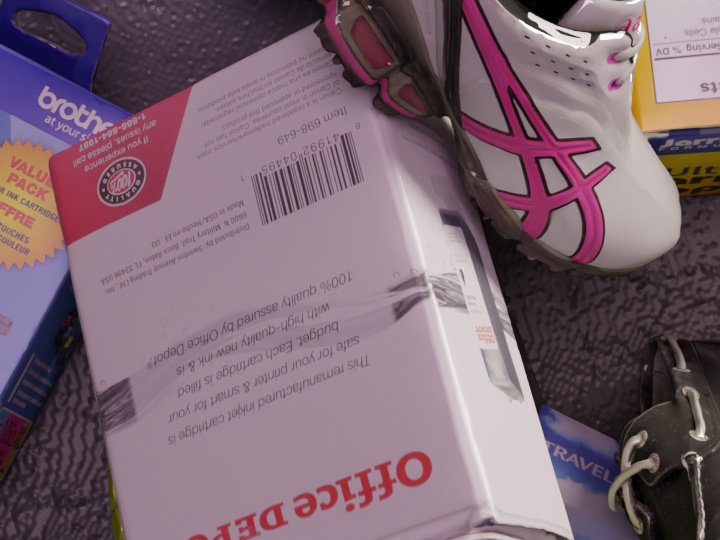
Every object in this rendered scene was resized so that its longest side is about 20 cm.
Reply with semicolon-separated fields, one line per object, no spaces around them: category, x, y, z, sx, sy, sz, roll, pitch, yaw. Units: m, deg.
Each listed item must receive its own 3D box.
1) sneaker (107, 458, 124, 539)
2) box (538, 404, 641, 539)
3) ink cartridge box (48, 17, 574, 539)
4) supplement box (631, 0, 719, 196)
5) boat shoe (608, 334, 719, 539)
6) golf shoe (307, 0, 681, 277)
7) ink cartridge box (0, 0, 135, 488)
sneaker;-0.058;0.107;0.758;0.083;0.074;0.201;-2;74;-28
box;0.096;0.141;0.705;0.122;0.200;0.048;27;118;4
ink cartridge box;-0.021;0.029;0.668;0.145;0.085;0.201;-23;67;22
supplement box;0.155;-0.142;0.772;0.108;0.110;0.201;-5;78;3
boat shoe;0.130;0.088;0.707;0.063;0.200;0.071;17;116;3
golf shoe;0.071;-0.064;0.642;0.092;0.200;0.073;-21;47;31
ink cartridge box;-0.174;-0.026;0.771;0.136;0.076;0.201;26;79;4
